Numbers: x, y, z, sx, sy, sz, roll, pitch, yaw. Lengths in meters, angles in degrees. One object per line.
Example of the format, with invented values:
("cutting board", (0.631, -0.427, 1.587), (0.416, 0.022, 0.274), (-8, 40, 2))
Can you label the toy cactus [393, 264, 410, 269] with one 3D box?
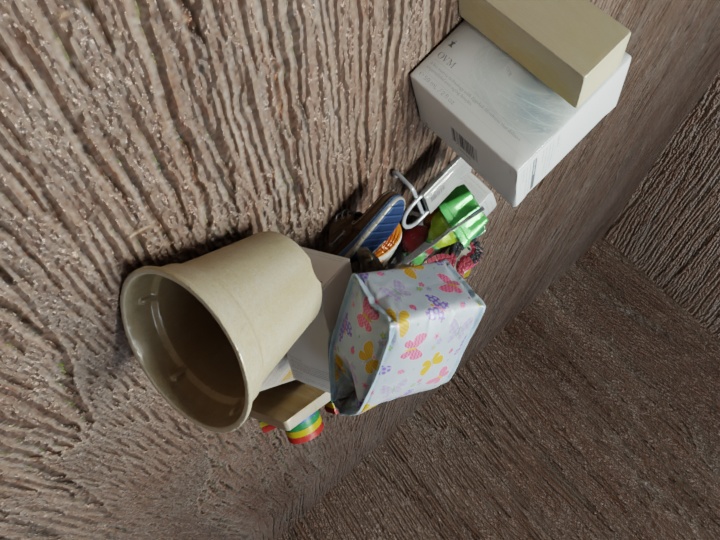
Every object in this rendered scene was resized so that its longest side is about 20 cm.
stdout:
("toy cactus", (0.083, 0.065, 1.028), (0.103, 0.194, 0.169), (-74, 159, -58))

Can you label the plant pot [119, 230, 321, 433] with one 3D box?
("plant pot", (-0.147, 0.050, 0.722), (0.183, 0.199, 0.203), (-39, 163, -47))

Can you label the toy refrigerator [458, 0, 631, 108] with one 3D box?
("toy refrigerator", (0.209, -0.290, 0.714), (0.076, 0.200, 0.070), (-42, 160, -3))

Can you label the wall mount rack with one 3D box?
("wall mount rack", (0.126, -0.152, 1.008), (0.200, 0.075, 0.174), (-44, 156, -3))

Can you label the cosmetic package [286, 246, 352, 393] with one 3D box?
("cosmetic package", (-0.060, 0.077, 0.896), (0.085, 0.105, 0.204), (-44, 138, -41))

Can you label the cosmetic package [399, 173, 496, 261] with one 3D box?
("cosmetic package", (0.177, -0.091, 1.215), (0.201, 0.074, 0.101), (-49, 159, 6))

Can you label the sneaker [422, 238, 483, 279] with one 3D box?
("sneaker", (0.159, 0.007, 1.137), (0.198, 0.081, 0.075), (-34, 174, -40))

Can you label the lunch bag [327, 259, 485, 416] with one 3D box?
("lunch bag", (0.048, 0.099, 0.822), (0.166, 0.128, 0.204), (-9, 131, -33))

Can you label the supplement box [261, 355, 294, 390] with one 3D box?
("supplement box", (-0.124, 0.126, 1.038), (0.127, 0.074, 0.198), (-52, 159, 19))

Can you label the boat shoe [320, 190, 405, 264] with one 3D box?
("boat shoe", (-0.013, -0.053, 0.914), (0.201, 0.073, 0.072), (-48, 157, 25))

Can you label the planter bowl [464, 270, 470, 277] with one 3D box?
("planter bowl", (0.199, 0.001, 1.414), (0.199, 0.084, 0.202), (-38, 159, -17))

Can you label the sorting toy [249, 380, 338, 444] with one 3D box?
("sorting toy", (-0.105, 0.239, 1.129), (0.196, 0.071, 0.197), (-30, -162, -35))

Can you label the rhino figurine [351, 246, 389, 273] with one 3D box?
("rhino figurine", (0.024, 0.021, 0.897), (0.059, 0.088, 0.201), (-32, 158, -10))

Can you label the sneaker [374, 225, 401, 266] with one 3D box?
("sneaker", (0.000, 0.000, 1.047), (0.199, 0.076, 0.092), (-43, 164, -3))

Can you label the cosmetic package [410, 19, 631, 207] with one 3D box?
("cosmetic package", (0.205, -0.239, 0.803), (0.200, 0.200, 0.123), (-43, 160, -2))

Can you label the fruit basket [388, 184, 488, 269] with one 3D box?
("fruit basket", (0.132, -0.061, 1.083), (0.199, 0.094, 0.186), (-42, -171, 12))
